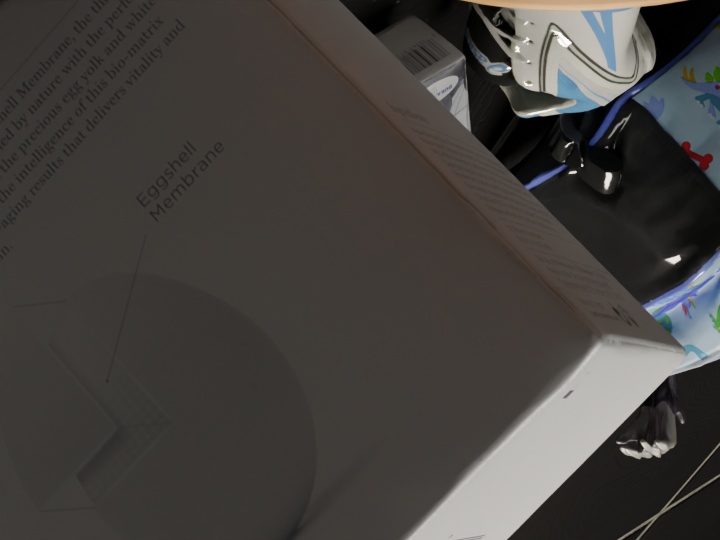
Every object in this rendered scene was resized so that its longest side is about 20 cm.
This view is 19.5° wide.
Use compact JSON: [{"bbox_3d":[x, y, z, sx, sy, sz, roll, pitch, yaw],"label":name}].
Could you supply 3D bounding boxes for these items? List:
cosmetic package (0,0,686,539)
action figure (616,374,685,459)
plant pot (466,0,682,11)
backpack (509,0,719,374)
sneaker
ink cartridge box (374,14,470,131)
[{"bbox_3d":[-0.049,0.023,0.631,0.199,0.200,0.123,-46,164,11],"label":"cosmetic package"},{"bbox_3d":[0.126,0.050,1.197,0.200,0.119,0.102,15,84,-63],"label":"action figure"},{"bbox_3d":[0.048,-0.176,0.442,0.200,0.200,0.140,-39,144,-12],"label":"plant pot"},{"bbox_3d":[0.173,-0.052,0.988,0.200,0.147,0.183,-44,-179,-25],"label":"backpack"},{"bbox_3d":[0.068,-0.106,0.800,0.072,0.072,0.200,-36,159,3],"label":"sneaker"},{"bbox_3d":[0.000,0.000,0.847,0.099,0.039,0.200,-33,144,-20],"label":"ink cartridge box"}]
